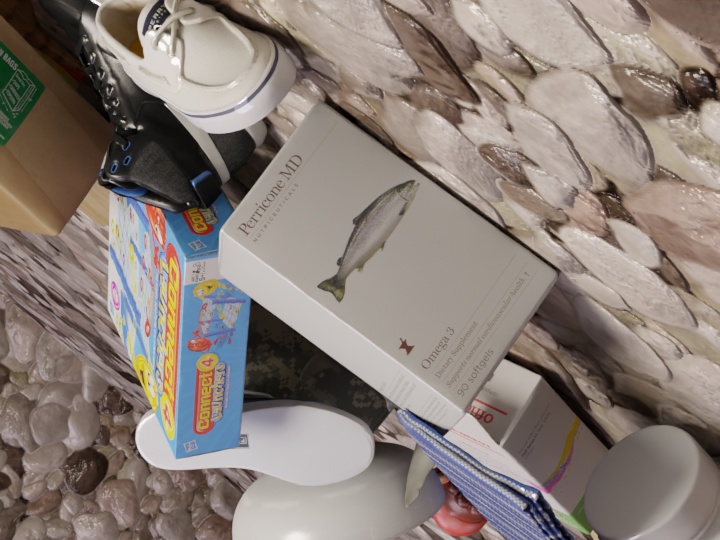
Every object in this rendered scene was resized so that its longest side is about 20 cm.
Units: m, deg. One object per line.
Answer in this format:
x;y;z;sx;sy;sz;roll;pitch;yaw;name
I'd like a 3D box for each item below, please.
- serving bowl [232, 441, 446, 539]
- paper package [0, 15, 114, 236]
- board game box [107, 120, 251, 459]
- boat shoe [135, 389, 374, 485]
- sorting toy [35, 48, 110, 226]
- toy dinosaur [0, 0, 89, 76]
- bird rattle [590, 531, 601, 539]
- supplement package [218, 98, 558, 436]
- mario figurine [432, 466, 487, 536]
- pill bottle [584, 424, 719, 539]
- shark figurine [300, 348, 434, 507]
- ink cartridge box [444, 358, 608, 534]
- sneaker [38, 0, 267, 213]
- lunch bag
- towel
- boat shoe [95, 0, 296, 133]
-0.025;0.198;1.581;0.200;0.198;0.067;5;110;65;serving bowl
-0.314;-0.128;1.347;0.189;0.104;0.200;10;153;44;paper package
-0.146;0.008;1.388;0.196;0.055;0.202;-123;31;-47;board game box
-0.085;0.132;1.460;0.197;0.073;0.068;0;-160;7;boat shoe
-0.268;-0.134;1.557;0.200;0.070;0.198;41;166;-14;sorting toy
-0.272;-0.197;1.384;0.200;0.061;0.106;44;163;-26;toy dinosaur
0.259;0.264;1.474;0.164;0.112;0.200;56;160;-8;bird rattle
0.015;0.002;1.186;0.199;0.117;0.117;36;167;4;supplement package
0.124;0.176;1.618;0.200;0.105;0.125;-34;74;65;mario figurine
0.252;0.206;1.258;0.200;0.113;0.113;46;164;-30;pill bottle
-0.001;0.091;1.476;0.215;0.089;0.129;55;-173;-38;shark figurine
0.116;0.122;1.405;0.117;0.068;0.200;23;164;45;ink cartridge box
-0.175;-0.122;1.273;0.199;0.112;0.073;37;165;-1;sneaker
-0.065;0.067;1.575;0.200;0.140;0.168;40;176;-17;lunch bag
0.117;0.175;1.222;0.144;0.024;0.200;30;166;47;towel
-0.116;-0.147;1.148;0.070;0.071;0.200;44;172;-36;boat shoe
